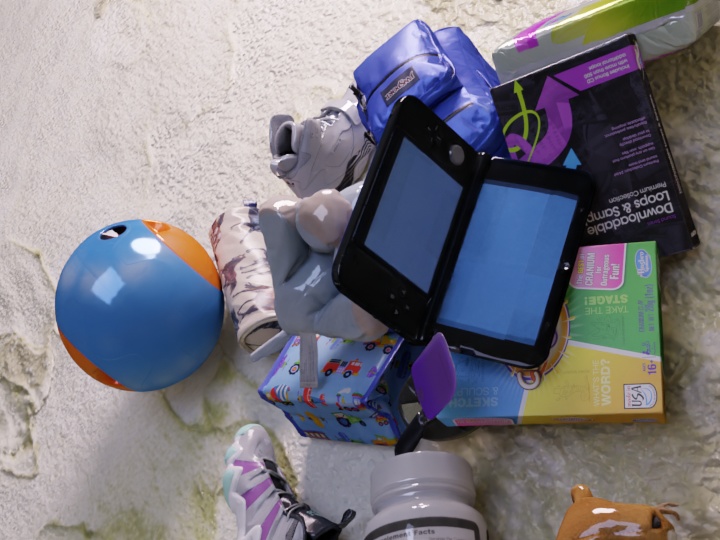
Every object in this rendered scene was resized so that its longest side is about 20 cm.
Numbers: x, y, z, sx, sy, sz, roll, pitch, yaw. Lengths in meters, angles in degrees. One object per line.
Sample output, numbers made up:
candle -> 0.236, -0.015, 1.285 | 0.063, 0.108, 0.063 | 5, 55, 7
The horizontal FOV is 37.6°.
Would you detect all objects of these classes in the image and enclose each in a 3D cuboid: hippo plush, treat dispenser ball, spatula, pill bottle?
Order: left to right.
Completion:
treat dispenser ball -> -0.259, 0.042, 1.251 | 0.199, 0.200, 0.204 | -20, 54, 29
hippo plush -> 0.000, 0.000, 1.039 | 0.158, 0.160, 0.203 | 22, 121, 34
spatula -> 0.054, 0.129, 0.952 | 0.020, 0.201, 0.057 | -9, 58, -14
pill bottle -> 0.060, 0.270, 0.916 | 0.113, 0.114, 0.203 | -23, 52, 27

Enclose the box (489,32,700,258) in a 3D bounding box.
box -> 0.216, -0.098, 0.984 | 0.141, 0.036, 0.203 | -18, 93, 31

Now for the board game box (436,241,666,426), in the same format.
board game box -> 0.168, 0.059, 0.946 | 0.197, 0.040, 0.156 | -5, 70, 20

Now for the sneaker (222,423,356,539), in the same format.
sneaker -> -0.066, 0.244, 1.069 | 0.138, 0.077, 0.203 | -19, 64, 28

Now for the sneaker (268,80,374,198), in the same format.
sneaker -> -0.037, -0.172, 1.256 | 0.074, 0.115, 0.202 | 14, 74, 42

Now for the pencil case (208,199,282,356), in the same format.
pencil case -> -0.119, 0.011, 1.241 | 0.088, 0.078, 0.202 | -20, 50, -1

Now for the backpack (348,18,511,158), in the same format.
backpack -> 0.081, -0.145, 1.108 | 0.162, 0.167, 0.202 | -41, 44, 20

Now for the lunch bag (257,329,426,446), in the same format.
lunch bag -> 0.008, 0.072, 1.110 | 0.149, 0.094, 0.202 | -2, 52, 40

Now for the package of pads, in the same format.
package of pads -> 0.248, -0.235, 1.044 | 0.198, 0.069, 0.154 | -14, 13, 33

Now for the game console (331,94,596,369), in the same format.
game console -> 0.093, -0.038, 0.926 | 0.117, 0.170, 0.202 | -8, 54, 49

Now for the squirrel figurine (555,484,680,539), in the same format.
squirrel figurine -> 0.189, 0.252, 0.761 | 0.199, 0.187, 0.142 | -35, 14, 45

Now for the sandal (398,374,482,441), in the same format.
sandal -> 0.128, 0.099, 1.004 | 0.199, 0.057, 0.080 | -33, 64, 8
